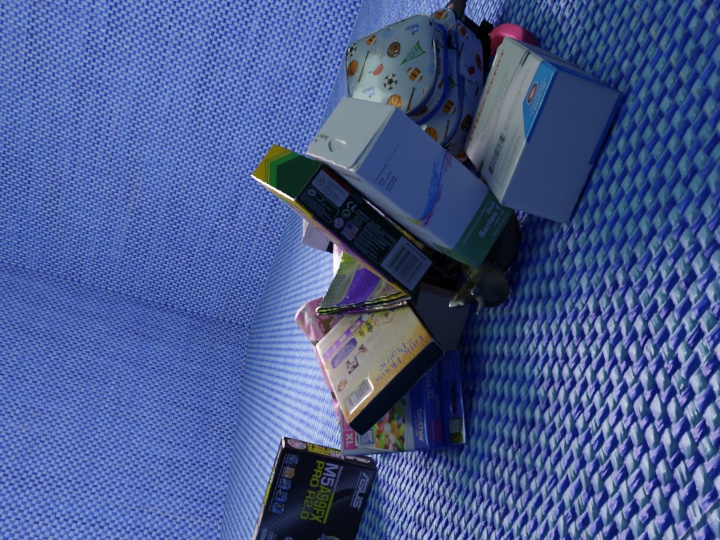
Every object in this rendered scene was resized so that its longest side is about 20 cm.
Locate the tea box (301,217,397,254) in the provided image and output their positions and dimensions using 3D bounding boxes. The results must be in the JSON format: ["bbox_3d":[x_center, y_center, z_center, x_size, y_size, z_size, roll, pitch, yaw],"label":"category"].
[{"bbox_3d":[0.004,-0.119,1.471,0.201,0.193,0.135,-94,24,-60],"label":"tea box"}]

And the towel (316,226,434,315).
[{"bbox_3d":[0.025,-0.007,1.120,0.198,0.023,0.145,-11,46,47],"label":"towel"}]

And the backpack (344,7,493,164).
[{"bbox_3d":[0.073,-0.222,1.064,0.198,0.153,0.194,-16,78,36],"label":"backpack"}]

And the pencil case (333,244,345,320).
[{"bbox_3d":[0.000,0.000,1.264,0.091,0.082,0.201,-49,23,24],"label":"pencil case"}]

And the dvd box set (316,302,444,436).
[{"bbox_3d":[0.019,0.100,1.053,0.146,0.029,0.200,-46,26,6],"label":"dvd box set"}]

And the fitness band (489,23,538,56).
[{"bbox_3d":[0.179,-0.275,1.145,0.145,0.037,0.200,-55,18,12],"label":"fitness band"}]

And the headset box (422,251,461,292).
[{"bbox_3d":[0.098,-0.025,1.208,0.149,0.076,0.203,-123,50,-75],"label":"headset box"}]

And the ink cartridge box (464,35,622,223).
[{"bbox_3d":[0.193,-0.163,0.917,0.201,0.083,0.148,-100,27,-65],"label":"ink cartridge box"}]

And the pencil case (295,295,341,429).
[{"bbox_3d":[-0.030,0.138,1.232,0.202,0.082,0.087,64,-172,26],"label":"pencil case"}]

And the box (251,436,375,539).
[{"bbox_3d":[-0.079,0.385,1.335,0.044,0.157,0.203,-120,47,-75],"label":"box"}]

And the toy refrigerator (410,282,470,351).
[{"bbox_3d":[0.078,0.123,1.126,0.070,0.075,0.204,-122,48,-74],"label":"toy refrigerator"}]

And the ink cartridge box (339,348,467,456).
[{"bbox_3d":[0.047,0.170,1.051,0.198,0.042,0.122,-17,71,44],"label":"ink cartridge box"}]

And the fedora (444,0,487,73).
[{"bbox_3d":[0.145,-0.326,1.304,0.202,0.090,0.202,-60,13,24],"label":"fedora"}]

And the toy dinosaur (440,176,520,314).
[{"bbox_3d":[0.158,-0.029,0.994,0.102,0.076,0.203,-3,59,57],"label":"toy dinosaur"}]

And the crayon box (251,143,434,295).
[{"bbox_3d":[-0.025,-0.067,1.028,0.059,0.199,0.172,-52,29,-2],"label":"crayon box"}]

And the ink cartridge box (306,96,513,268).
[{"bbox_3d":[0.054,-0.102,0.938,0.085,0.199,0.144,-56,29,-2],"label":"ink cartridge box"}]

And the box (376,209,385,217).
[{"bbox_3d":[0.039,-0.170,1.224,0.203,0.032,0.121,-68,21,3],"label":"box"}]
